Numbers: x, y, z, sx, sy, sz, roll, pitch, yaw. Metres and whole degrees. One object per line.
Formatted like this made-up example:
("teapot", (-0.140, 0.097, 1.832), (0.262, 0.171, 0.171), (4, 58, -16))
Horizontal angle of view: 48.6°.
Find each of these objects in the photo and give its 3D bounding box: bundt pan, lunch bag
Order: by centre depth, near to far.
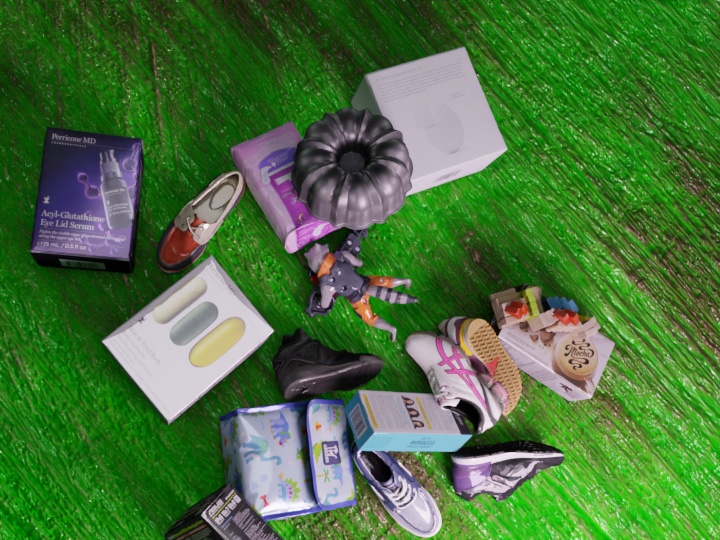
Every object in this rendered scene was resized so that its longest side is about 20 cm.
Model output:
("lunch bag", (-0.105, 0.292, 1.236), (0.198, 0.127, 0.172), (0, 76, -28))
("bundt pan", (-0.011, -0.172, 1.257), (0.200, 0.076, 0.204), (1, 70, -2))

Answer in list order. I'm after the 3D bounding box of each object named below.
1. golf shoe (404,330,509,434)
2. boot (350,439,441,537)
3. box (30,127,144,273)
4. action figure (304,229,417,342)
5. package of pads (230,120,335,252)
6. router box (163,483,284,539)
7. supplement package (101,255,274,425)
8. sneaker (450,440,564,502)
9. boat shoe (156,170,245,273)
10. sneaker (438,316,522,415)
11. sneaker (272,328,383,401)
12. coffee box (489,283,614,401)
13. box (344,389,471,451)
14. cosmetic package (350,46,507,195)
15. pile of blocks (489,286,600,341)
("golf shoe", (0.147, 0.178, 1.302), (0.200, 0.073, 0.092), (39, 50, 13))
("boot", (0.056, 0.351, 1.269), (0.073, 0.090, 0.200), (-43, 89, -4))
("box", (-0.420, -0.106, 1.244), (0.147, 0.104, 0.202), (4, 78, -13))
("action figure", (0.000, 0.000, 1.332), (0.192, 0.105, 0.201), (26, 73, -15))
("package of pads", (-0.119, -0.141, 1.325), (0.120, 0.076, 0.201), (-28, 72, -14))
("router box", (-0.188, 0.397, 1.145), (0.150, 0.200, 0.062), (46, 52, -2))
("supplement package", (-0.262, 0.109, 1.213), (0.200, 0.151, 0.152), (-40, 89, -19))
("sneaker", (0.247, 0.341, 1.347), (0.198, 0.076, 0.088), (-2, 93, -11))
("boat shoe", (-0.260, -0.082, 1.302), (0.071, 0.063, 0.200), (41, 73, -5))
("sneaker", (0.206, 0.159, 1.371), (0.075, 0.090, 0.201), (-40, 116, -28))
("sneaker", (-0.058, 0.142, 1.296), (0.198, 0.077, 0.115), (-6, 47, -35))
("coffee box", (0.326, 0.127, 1.398), (0.199, 0.080, 0.113), (33, 71, -5))
("box", (0.077, 0.241, 1.275), (0.199, 0.049, 0.083), (10, 41, -34))
("cosmetic package", (0.116, -0.257, 1.405), (0.198, 0.123, 0.201), (-19, 85, -17))
("pile of blocks", (0.318, 0.065, 1.335), (0.198, 0.062, 0.083), (11, 74, -13))
